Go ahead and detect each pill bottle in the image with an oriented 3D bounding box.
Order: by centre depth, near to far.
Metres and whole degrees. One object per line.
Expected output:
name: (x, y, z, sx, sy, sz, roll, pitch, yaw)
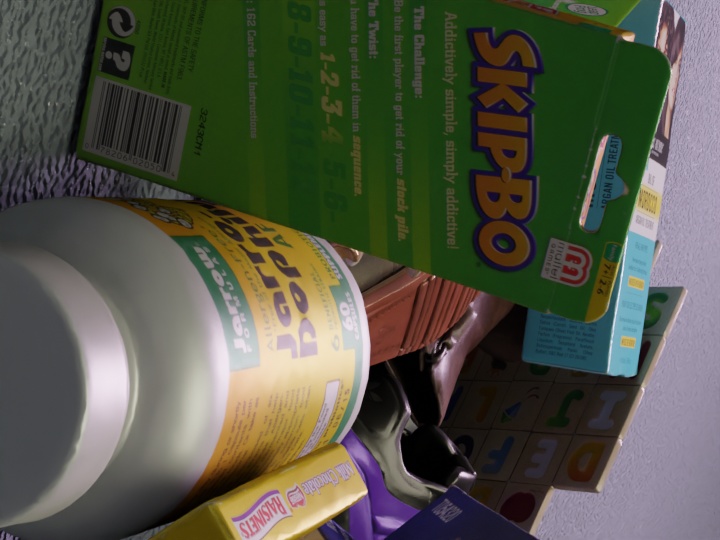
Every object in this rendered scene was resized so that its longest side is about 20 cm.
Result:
pill bottle: (-0.080, 0.031, 0.661, 0.200, 0.112, 0.113, -3, 111, -69)

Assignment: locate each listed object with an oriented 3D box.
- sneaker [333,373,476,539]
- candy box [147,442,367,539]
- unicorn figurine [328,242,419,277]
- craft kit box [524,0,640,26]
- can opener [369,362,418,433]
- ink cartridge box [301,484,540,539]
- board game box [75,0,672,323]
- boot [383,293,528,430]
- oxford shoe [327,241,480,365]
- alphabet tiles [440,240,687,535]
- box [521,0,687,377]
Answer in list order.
sneaker: (0.015, 0.128, 0.948, 0.099, 0.070, 0.201, -29, 132, -12)
candy box: (-0.096, 0.124, 0.662, 0.200, 0.026, 0.102, -35, 175, 22)
unicorn figurine: (0.013, -0.090, 0.751, 0.200, 0.074, 0.138, 101, 3, -63)
craft kit box: (0.088, -0.185, 0.788, 0.200, 0.048, 0.199, 124, -28, -83)
can opener: (-0.005, 0.109, 1.044, 0.200, 0.078, 0.064, 92, -13, -48)
ink cartridge box: (-0.040, 0.132, 0.700, 0.200, 0.043, 0.196, -38, -177, -6)
board game box: (0.002, -0.056, 0.667, 0.030, 0.199, 0.096, -26, 132, -64)
boot: (0.045, 0.020, 1.018, 0.167, 0.072, 0.200, -72, 152, -42)
oxford shoe: (0.000, 0.000, 0.858, 0.200, 0.074, 0.071, -33, 152, -41)
alphabet tiles: (0.101, 0.066, 1.145, 0.006, 0.166, 0.201, 42, 63, -33)
box: (0.133, -0.045, 1.061, 0.082, 0.049, 0.201, 10, 88, -71)
